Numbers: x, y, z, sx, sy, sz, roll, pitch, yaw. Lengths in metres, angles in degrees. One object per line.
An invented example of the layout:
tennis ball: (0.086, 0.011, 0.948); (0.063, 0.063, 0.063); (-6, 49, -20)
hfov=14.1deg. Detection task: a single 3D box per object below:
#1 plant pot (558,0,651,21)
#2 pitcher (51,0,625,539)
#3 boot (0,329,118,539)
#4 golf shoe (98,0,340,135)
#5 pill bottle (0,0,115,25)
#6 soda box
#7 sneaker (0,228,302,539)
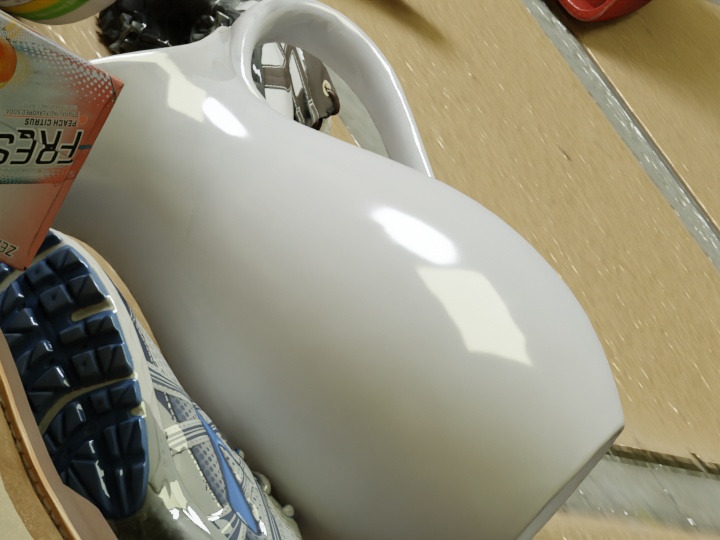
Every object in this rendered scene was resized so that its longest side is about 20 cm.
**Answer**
plant pot: (0.160, -0.268, 1.709); (0.200, 0.200, 0.176); (50, 10, 16)
pitcher: (0.000, 0.000, 0.953); (0.200, 0.121, 0.171); (43, 46, 9)
boot: (-0.134, 0.050, 0.794); (0.200, 0.074, 0.075); (52, 34, 16)
golf shoe: (-0.041, -0.063, 1.135); (0.094, 0.078, 0.200); (30, 27, -29)
pill bottle: (-0.170, -0.172, 1.064); (0.200, 0.111, 0.111); (21, 31, -43)
soda box: (-0.150, -0.066, 0.875); (0.068, 0.064, 0.200); (27, 1, -34)
sneaker: (-0.063, 0.076, 0.875); (0.201, 0.077, 0.085); (61, 18, 22)
